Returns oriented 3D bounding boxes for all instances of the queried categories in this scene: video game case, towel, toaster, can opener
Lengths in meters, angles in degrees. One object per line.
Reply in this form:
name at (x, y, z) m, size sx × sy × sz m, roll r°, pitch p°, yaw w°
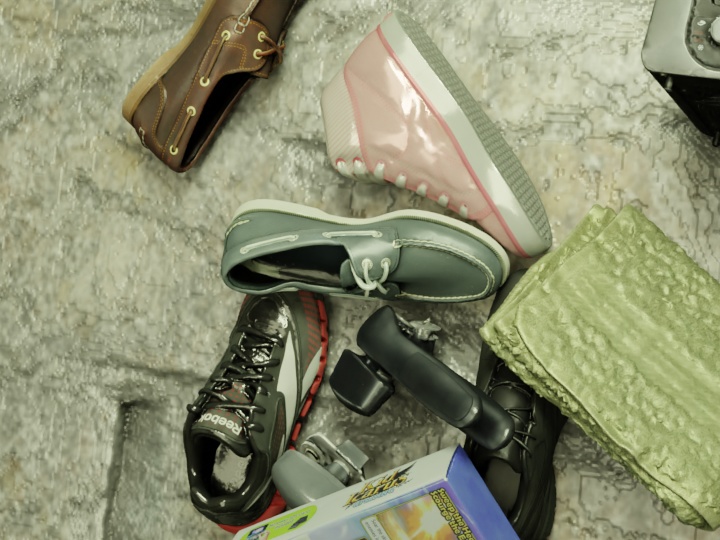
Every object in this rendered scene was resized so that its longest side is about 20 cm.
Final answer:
video game case at (0.035, 0.229, 0.997) m, size 0.180 × 0.046 × 0.201 m, roll -24°, pitch 107°, yaw 27°
towel at (0.190, 0.058, 0.999) m, size 0.200 × 0.037 × 0.148 m, roll 42°, pitch 67°, yaw 14°
toaster at (0.288, -0.137, 0.946) m, size 0.179 × 0.200 × 0.120 m, roll 12°, pitch 86°, yaw 26°
can opener at (0.046, 0.076, 1.008) m, size 0.200 × 0.063 × 0.079 m, roll 25°, pitch 91°, yaw 62°
can opener at (0.022, 0.192, 1.045) m, size 0.200 × 0.054 × 0.067 m, roll 43°, pitch 57°, yaw 12°

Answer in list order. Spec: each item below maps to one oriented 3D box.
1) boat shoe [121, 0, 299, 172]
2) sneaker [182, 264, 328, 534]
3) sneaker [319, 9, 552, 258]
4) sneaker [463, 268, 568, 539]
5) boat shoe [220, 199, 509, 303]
boat shoe at (-0.090, -0.161, 1.125) m, size 0.070 × 0.070 × 0.200 m, roll 46°, pitch 108°, yaw 23°
sneaker at (-0.075, 0.087, 1.081) m, size 0.070 × 0.098 × 0.203 m, roll 13°, pitch 87°, yaw 20°
sneaker at (0.045, -0.072, 1.072) m, size 0.104 × 0.075 × 0.201 m, roll -38°, pitch 75°, yaw 18°
sneaker at (0.105, 0.098, 1.025) m, size 0.075 × 0.091 × 0.203 m, roll 4°, pitch 85°, yaw 19°
boat shoe at (0.000, 0.000, 1.042) m, size 0.198 × 0.062 × 0.073 m, roll 9°, pitch 130°, yaw 11°
